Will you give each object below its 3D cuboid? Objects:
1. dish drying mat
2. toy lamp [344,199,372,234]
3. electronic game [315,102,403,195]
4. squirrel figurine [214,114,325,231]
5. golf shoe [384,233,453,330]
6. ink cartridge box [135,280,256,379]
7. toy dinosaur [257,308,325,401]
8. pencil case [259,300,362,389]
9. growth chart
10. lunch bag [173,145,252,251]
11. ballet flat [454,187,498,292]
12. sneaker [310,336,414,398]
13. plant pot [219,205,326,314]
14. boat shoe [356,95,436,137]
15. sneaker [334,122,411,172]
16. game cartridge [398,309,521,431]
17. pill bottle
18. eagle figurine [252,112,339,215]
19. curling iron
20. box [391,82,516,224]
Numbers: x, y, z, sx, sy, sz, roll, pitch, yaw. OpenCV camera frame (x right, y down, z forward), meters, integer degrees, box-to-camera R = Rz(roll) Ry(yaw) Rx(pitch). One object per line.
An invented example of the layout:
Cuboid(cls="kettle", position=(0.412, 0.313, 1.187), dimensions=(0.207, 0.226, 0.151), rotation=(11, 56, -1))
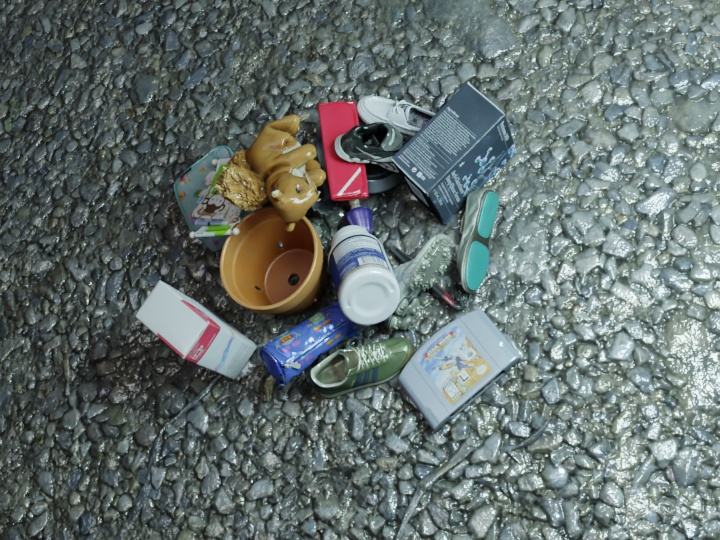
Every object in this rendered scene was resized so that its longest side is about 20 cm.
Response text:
Cuboid(cls="dish drying mat", position=(-0.033, -0.230, 1.680), dimensions=(0.075, 0.018, 0.204), rotation=(-6, 72, -6))
Cuboid(cls="toy lamp", position=(-0.017, -0.155, 1.728), dimensions=(0.057, 0.058, 0.203), rotation=(-20, 65, 12))
Cuboid(cls="electronic game", position=(0.009, -0.239, 1.725), dimensions=(0.195, 0.042, 0.204), rotation=(3, 67, -7))
Cuboid(cls="squirrel figurine", position=(-0.160, -0.155, 1.597), dimensions=(0.196, 0.143, 0.189), rotation=(-14, 49, 1))
Cuboid(cls="golf shoe", position=(0.087, 0.007, 1.596), dimensions=(0.097, 0.078, 0.202), rotation=(46, 110, 40))
Cuboid(cls="ink cartridge box", position=(-0.304, 0.116, 1.652), dimensions=(0.147, 0.200, 0.086), rotation=(34, 84, 27))
Cuboid(cls="toy dinosaur", position=(-0.117, 0.169, 1.652), dimensions=(0.087, 0.048, 0.201), rotation=(31, 80, 33))
Cuboid(cls="pencil case", position=(-0.087, 0.128, 1.598), dimensions=(0.198, 0.079, 0.087), rotation=(-32, 19, -19))
Cuboid(cls="growth chart", position=(-0.267, -0.144, 1.711), dimensions=(0.142, 0.018, 0.203), rotation=(-8, 55, 30))
Cuboid(cls="lunch bag", position=(-0.290, -0.155, 1.801), dimensions=(0.159, 0.077, 0.202), rotation=(-37, 53, 9))
Cuboid(cls="ballet flat", position=(0.205, -0.054, 1.614), dimensions=(0.063, 0.067, 0.204), rotation=(-3, 67, 48))
Cuboid(cls="sneaker", position=(-0.002, 0.170, 1.582), dimensions=(0.197, 0.090, 0.068), rotation=(-24, 63, 10))
Cuboid(cls="plant pot", position=(-0.148, -0.003, 1.672), dimensions=(0.196, 0.140, 0.204), rotation=(-7, 69, 18))
Cuboid(cls="boat shoe", position=(0.087, -0.294, 1.697), dimensions=(0.197, 0.069, 0.073), rotation=(28, 67, 6))
Cuboid(cls="sneaker", position=(0.055, -0.233, 1.647), dimensions=(0.196, 0.090, 0.068), rotation=(6, 70, -21))
Cuboid(cls="game cartridge", position=(0.167, 0.168, 1.552), dimensions=(0.199, 0.042, 0.134), rotation=(-41, 67, 2))
Cuboid(cls="pill bottle", position=(0.000, 0.000, 1.593), dimensions=(0.110, 0.112, 0.201), rotation=(-30, 31, 7))
Cuboid(cls="eagle figurine", position=(-0.144, -0.189, 1.766), dimensions=(0.151, 0.149, 0.204), rotation=(-14, 97, 57))
Cuboid(cls="curling iron", position=(0.128, 0.010, 1.632), dimensions=(0.049, 0.026, 0.199), rotation=(-41, 55, -22))
Cuboid(cls="box", position=(0.176, -0.212, 1.626), dimensions=(0.200, 0.148, 0.107), rotation=(-45, 63, 0))
